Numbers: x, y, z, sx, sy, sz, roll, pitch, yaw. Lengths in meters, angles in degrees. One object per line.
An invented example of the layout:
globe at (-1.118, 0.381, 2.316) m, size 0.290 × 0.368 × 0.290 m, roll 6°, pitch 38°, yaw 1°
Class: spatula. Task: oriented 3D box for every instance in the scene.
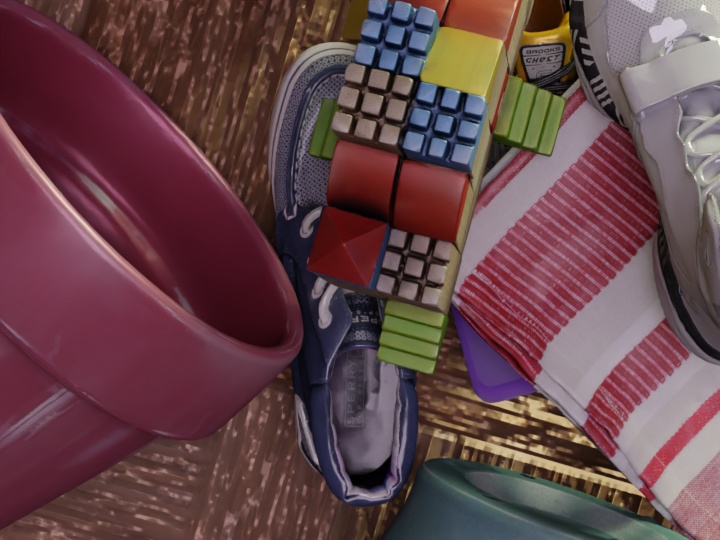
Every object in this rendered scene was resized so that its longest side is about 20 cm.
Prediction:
spatula at (0.039, -0.039, 0.857) m, size 0.056 × 0.021 × 0.201 m, roll -17°, pitch 104°, yaw 31°

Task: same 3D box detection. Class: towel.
towel at (0.139, 0.013, 0.848) m, size 0.200 × 0.023 × 0.144 m, roll 44°, pitch 89°, yaw -13°

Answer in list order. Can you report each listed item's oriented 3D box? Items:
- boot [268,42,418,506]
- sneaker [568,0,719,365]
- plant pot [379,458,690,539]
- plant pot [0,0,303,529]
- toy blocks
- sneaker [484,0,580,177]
boot at (0.000, 0.000, 0.862) m, size 0.072 × 0.090 × 0.202 m, roll -6°, pitch 96°, yaw -7°
sneaker at (0.145, -0.053, 0.774) m, size 0.075 × 0.115 × 0.202 m, roll -19°, pitch 98°, yaw -8°
plant pot at (0.060, 0.188, 0.828) m, size 0.198 × 0.200 × 0.190 m, roll 17°, pitch 94°, yaw -8°
plant pot at (-0.153, 0.017, 0.804) m, size 0.179 × 0.200 × 0.200 m, roll -42°, pitch 99°, yaw 13°
toy blocks at (0.025, -0.064, 0.755) m, size 0.099 × 0.137 × 0.202 m, roll 15°, pitch 88°, yaw 7°
sneaker at (0.069, -0.080, 0.868) m, size 0.077 × 0.082 × 0.202 m, roll -13°, pitch 98°, yaw -7°
